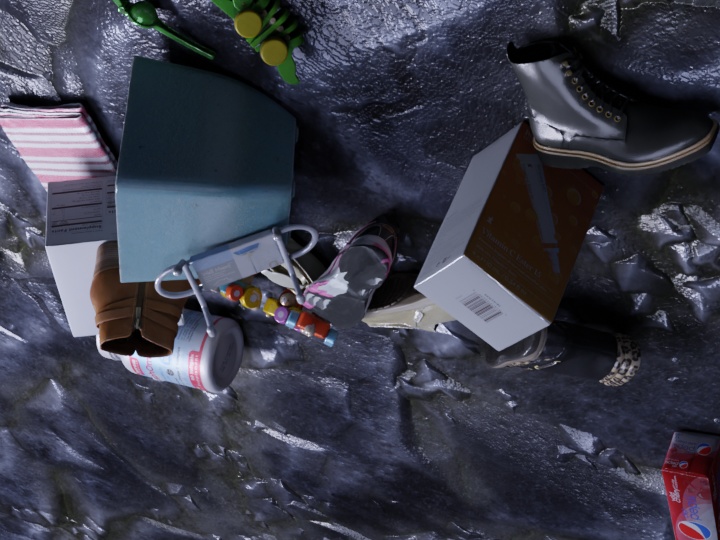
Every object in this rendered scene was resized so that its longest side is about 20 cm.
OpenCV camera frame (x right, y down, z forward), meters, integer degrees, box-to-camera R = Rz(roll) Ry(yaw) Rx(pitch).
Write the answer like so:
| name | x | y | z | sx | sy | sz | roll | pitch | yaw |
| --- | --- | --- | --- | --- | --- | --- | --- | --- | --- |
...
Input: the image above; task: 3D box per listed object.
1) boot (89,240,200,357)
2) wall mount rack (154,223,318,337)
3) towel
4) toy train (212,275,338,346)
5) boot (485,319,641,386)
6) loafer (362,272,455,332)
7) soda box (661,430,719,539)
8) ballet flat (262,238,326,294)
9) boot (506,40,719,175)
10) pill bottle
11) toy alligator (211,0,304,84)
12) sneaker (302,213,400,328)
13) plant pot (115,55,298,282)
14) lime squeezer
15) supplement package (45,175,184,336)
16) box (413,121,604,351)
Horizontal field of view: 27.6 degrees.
| name | x | y | z | sx | sy | sz | roll | pitch | yaw |
| --- | --- | --- | --- | --- | --- | --- | --- | --- | --- |
| boot | -0.234 | 0.033 | 1.812 | 0.199 | 0.156 | 0.077 | 3 | 140 | -14 |
| wall mount rack | -0.139 | -0.002 | 1.660 | 0.199 | 0.075 | 0.174 | -20 | 148 | -1 |
| towel | -0.380 | -0.147 | 1.944 | 0.146 | 0.030 | 0.200 | 5 | 142 | 29 |
| toy train | -0.116 | 0.036 | 1.945 | 0.199 | 0.056 | 0.150 | 25 | 176 | 1 |
| boot | 0.243 | 0.096 | 1.792 | 0.150 | 0.074 | 0.200 | 13 | 171 | -11 |
| loafer | 0.075 | 0.044 | 1.846 | 0.199 | 0.076 | 0.068 | -11 | 125 | 41 |
| soda box | 0.446 | 0.298 | 1.935 | 0.063 | 0.070 | 0.200 | 8 | 142 | 27 |
| ballet flat | -0.125 | -0.033 | 1.886 | 0.200 | 0.070 | 0.069 | 39 | 144 | -16 |
| boot | 0.245 | -0.170 | 1.460 | 0.199 | 0.078 | 0.139 | -1 | 132 | 33 |
| pill bottle | -0.279 | 0.106 | 2.131 | 0.199 | 0.109 | 0.109 | 10 | 143 | 22 |
| toy alligator | -0.118 | -0.284 | 1.570 | 0.054 | 0.059 | 0.200 | -40 | 114 | 8 |
| sneaker | 0.000 | 0.000 | 1.825 | 0.080 | 0.086 | 0.200 | 38 | 143 | -8 |
| plant pot | -0.176 | -0.109 | 1.718 | 0.199 | 0.197 | 0.196 | 5 | 144 | -4 |
| lime squeezer | -0.241 | -0.308 | 1.643 | 0.070 | 0.038 | 0.200 | -25 | 125 | 12 |
| supplement package | -0.324 | -0.019 | 1.946 | 0.155 | 0.111 | 0.200 | -6 | 141 | -3 |
| box | 0.162 | -0.037 | 1.571 | 0.124 | 0.200 | 0.097 | 36 | 144 | -15 |
